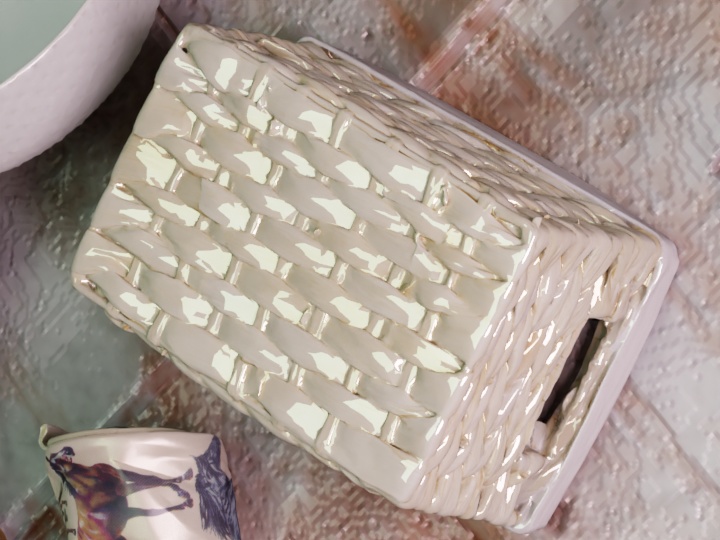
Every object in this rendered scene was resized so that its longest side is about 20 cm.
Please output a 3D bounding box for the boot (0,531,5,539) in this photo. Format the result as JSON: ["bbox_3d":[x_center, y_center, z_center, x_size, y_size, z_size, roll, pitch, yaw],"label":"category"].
[{"bbox_3d":[-0.241,0.131,1.146,0.154,0.074,0.201,-21,66,27],"label":"boot"}]

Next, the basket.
[{"bbox_3d":[0.000,0.000,0.986,0.199,0.123,0.136,32,102,29],"label":"basket"}]

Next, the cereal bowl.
[{"bbox_3d":[-0.170,-0.113,1.096,0.199,0.083,0.201,-14,52,18],"label":"cereal bowl"}]

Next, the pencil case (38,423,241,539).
[{"bbox_3d":[-0.089,0.161,1.056,0.089,0.078,0.202,-8,84,10],"label":"pencil case"}]
